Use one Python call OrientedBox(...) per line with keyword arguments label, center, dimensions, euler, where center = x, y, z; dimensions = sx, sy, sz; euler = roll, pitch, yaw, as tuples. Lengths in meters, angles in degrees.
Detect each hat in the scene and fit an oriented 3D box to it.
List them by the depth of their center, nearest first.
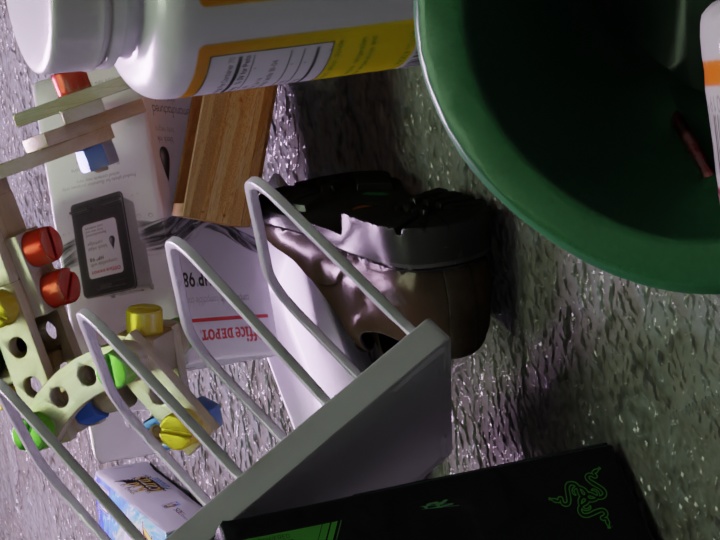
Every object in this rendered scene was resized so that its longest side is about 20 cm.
OrientedBox(label="hat", center=(0.117, -0.099, 0.746), dimensions=(0.200, 0.176, 0.166), euler=(37, 113, 10))

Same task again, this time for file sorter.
OrientedBox(label="file sorter", center=(-0.074, 0.076, 0.945), dimensions=(0.125, 0.200, 0.139), euler=(46, 165, 19))

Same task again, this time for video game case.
OrientedBox(label="video game case", center=(-0.132, 0.250, 1.527), dimensions=(0.181, 0.045, 0.200), euler=(-162, 65, -66))

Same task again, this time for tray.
OrientedBox(label="tray", center=(-0.054, -0.122, 1.066), dimensions=(0.099, 0.037, 0.200), euler=(-170, 89, -82))
OrientedBox(label="tray", center=(-0.017, 0.055, 1.173), dimensions=(0.107, 0.022, 0.200), euler=(109, 145, -53))

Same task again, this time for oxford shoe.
OrientedBox(label="oxford shoe", center=(0.000, 0.000, 1.038), dimensions=(0.200, 0.073, 0.084), euler=(-150, 49, -65))

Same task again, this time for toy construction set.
OrientedBox(label="toy construction set", center=(-0.144, 0.002, 1.073), dimensions=(0.131, 0.092, 0.200), euler=(-16, 82, 29))

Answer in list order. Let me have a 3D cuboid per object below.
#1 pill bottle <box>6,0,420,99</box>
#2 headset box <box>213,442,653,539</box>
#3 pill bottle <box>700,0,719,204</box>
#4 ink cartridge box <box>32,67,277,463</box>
OrientedBox(label="pill bottle", center=(-0.039, -0.130, 0.899), dimensions=(0.109, 0.200, 0.109), euler=(171, 90, -69))
OrientedBox(label="headset box", center=(0.043, 0.175, 0.859), dimensions=(0.093, 0.174, 0.200), euler=(109, 147, -52))
OrientedBox(label="pill bottle", center=(0.156, 0.021, 0.577), dimensions=(0.114, 0.114, 0.200), euler=(-175, 76, -69))
OrientedBox(label="ink cartridge box", center=(-0.103, -0.005, 1.170), dimensions=(0.116, 0.067, 0.200), euler=(-3, -98, -68))
